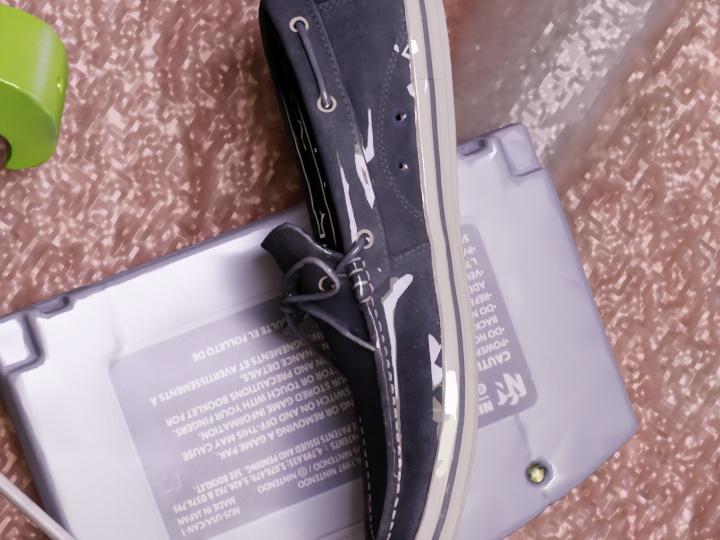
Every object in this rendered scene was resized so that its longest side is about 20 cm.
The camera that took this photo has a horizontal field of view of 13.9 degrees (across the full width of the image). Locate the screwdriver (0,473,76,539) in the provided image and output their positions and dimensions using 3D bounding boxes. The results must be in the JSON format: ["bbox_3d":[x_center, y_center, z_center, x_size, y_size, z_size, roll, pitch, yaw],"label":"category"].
[{"bbox_3d":[-0.110,0.066,0.936,0.200,0.028,0.029,37,118,5],"label":"screwdriver"}]

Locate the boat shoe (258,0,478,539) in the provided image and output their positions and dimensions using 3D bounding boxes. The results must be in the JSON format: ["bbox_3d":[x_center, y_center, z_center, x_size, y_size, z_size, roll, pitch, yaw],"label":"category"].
[{"bbox_3d":[0.000,0.000,0.940,0.062,0.075,0.200,-4,85,-12],"label":"boat shoe"}]

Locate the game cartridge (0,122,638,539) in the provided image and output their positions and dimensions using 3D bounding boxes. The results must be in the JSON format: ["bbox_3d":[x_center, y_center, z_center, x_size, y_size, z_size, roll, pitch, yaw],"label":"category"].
[{"bbox_3d":[-0.013,0.045,0.988,0.200,0.041,0.133,-21,91,-16],"label":"game cartridge"}]

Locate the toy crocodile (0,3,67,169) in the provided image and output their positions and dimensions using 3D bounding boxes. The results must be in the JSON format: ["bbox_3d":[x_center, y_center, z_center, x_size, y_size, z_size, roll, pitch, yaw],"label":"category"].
[{"bbox_3d":[-0.189,-0.066,0.928,0.200,0.062,0.068,0,49,-15],"label":"toy crocodile"}]
